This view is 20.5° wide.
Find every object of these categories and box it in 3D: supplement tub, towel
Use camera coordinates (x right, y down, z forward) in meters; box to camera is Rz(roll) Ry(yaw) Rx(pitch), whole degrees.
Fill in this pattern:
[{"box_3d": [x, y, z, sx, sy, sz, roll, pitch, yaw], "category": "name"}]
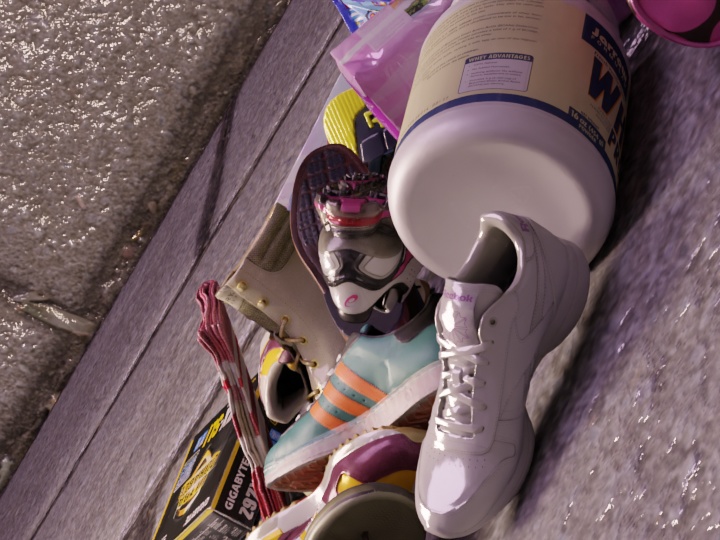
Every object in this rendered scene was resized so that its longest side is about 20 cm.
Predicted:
[{"box_3d": [0.102, -0.098, 1.308, 0.145, 0.145, 0.200, -52, 15, 40], "category": "supplement tub"}, {"box_3d": [-0.094, 0.117, 1.623, 0.023, 0.200, 0.144, -18, 14, 0], "category": "towel"}]

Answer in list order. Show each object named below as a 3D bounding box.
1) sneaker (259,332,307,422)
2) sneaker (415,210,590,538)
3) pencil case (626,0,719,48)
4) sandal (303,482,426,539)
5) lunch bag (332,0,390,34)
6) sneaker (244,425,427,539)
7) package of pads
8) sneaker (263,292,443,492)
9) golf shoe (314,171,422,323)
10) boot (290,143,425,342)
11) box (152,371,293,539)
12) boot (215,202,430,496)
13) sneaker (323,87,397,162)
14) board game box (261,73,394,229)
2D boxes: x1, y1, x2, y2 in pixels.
[{"box_3d": [-0.028, 0.044, 1.710, 0.090, 0.075, 0.200, -90, 23, -52], "category": "sneaker"}, {"box_3d": [0.066, 0.058, 1.188, 0.075, 0.100, 0.200, 6, 71, 42], "category": "sneaker"}, {"box_3d": [0.198, -0.210, 1.277, 0.091, 0.094, 0.200, -57, 13, 20], "category": "pencil case"}, {"box_3d": [-0.012, 0.225, 1.270, 0.201, 0.080, 0.057, -65, 27, 17], "category": "sandal"}, {"box_3d": [0.088, -0.241, 1.721, 0.150, 0.094, 0.200, -30, 10, -20], "category": "lunch bag"}, {"box_3d": [-0.005, 0.183, 1.345, 0.200, 0.075, 0.090, -47, 41, 39], "category": "sneaker"}, {"box_3d": [0.090, -0.172, 1.448, 0.200, 0.121, 0.076, -42, 30, 2], "category": "package of pads"}, {"box_3d": [0.007, 0.086, 1.367, 0.200, 0.071, 0.080, -33, 56, 32], "category": "sneaker"}, {"box_3d": [0.011, -0.020, 1.377, 0.200, 0.072, 0.092, -31, -56, -71], "category": "golf shoe"}, {"box_3d": [0.000, 0.000, 1.506, 0.075, 0.097, 0.200, -20, 50, 7], "category": "boot"}, {"box_3d": [-0.131, 0.198, 1.875, 0.200, 0.049, 0.160, -45, 19, 55], "category": "box"}, {"box_3d": [-0.049, 0.061, 1.561, 0.200, 0.154, 0.072, -64, 12, -20], "category": "boot"}, {"box_3d": [0.070, -0.144, 1.560, 0.200, 0.074, 0.082, -15, 7, 19], "category": "sneaker"}, {"box_3d": [-0.026, -0.065, 1.841, 0.200, 0.041, 0.200, -64, -14, -6], "category": "board game box"}]
